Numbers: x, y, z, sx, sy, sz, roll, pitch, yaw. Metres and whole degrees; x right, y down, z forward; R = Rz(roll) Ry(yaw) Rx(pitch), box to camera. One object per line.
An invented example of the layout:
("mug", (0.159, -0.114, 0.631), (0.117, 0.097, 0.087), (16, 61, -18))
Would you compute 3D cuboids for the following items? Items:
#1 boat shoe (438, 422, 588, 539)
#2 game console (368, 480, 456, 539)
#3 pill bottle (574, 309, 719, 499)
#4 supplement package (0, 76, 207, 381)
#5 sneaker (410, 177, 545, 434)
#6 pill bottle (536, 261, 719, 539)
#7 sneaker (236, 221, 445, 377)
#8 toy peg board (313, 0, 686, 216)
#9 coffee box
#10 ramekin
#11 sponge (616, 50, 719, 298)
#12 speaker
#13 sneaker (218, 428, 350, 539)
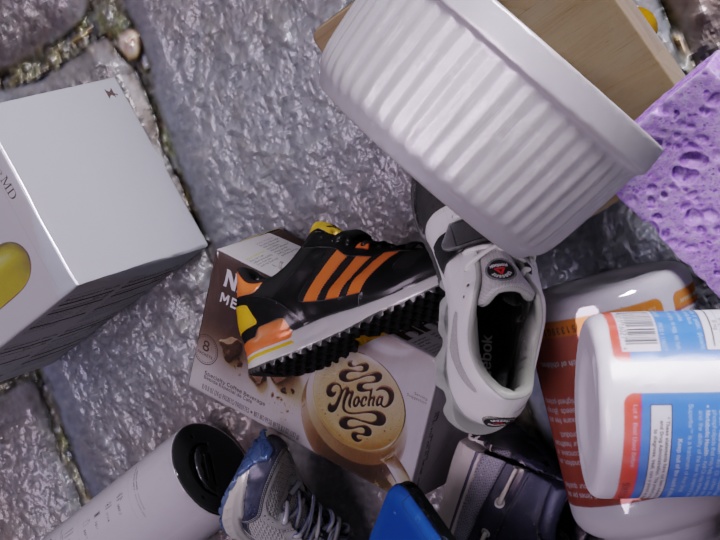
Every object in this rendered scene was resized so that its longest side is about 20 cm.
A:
("boat shoe", (0.096, 0.206, 1.655), (0.093, 0.075, 0.200), (27, 118, 33))
("game console", (0.085, 0.249, 1.625), (0.171, 0.118, 0.200), (54, 142, 32))
("pill bottle", (0.233, 0.079, 1.434), (0.200, 0.112, 0.112), (-1, 105, -3))
("supplement package", (-0.255, -0.022, 1.800), (0.200, 0.151, 0.152), (-35, 81, 36))
("sneaker", (0.082, -0.004, 1.492), (0.089, 0.074, 0.200), (142, 121, -70))
("pill bottle", (0.179, 0.102, 1.545), (0.112, 0.112, 0.200), (-10, 96, 37))
("sneaker", (0.000, 0.000, 1.593), (0.200, 0.070, 0.090), (-24, 73, 24))
("toy peg board", (0.113, -0.137, 1.557), (0.200, 0.098, 0.199), (-31, 99, 38))
("coffee box", (-0.014, 0.063, 1.693), (0.200, 0.080, 0.113), (27, 116, 28))
("ramekin", (0.068, -0.097, 1.402), (0.200, 0.200, 0.105), (44, 96, 18))
("sponge", (0.247, -0.030, 1.470), (0.200, 0.030, 0.112), (44, 127, -7))
("speaker", (-0.170, 0.196, 1.841), (0.200, 0.081, 0.081), (-39, 79, 36))
("sneaker", (-0.044, 0.185, 1.729), (0.085, 0.077, 0.200), (17, 147, 18))
